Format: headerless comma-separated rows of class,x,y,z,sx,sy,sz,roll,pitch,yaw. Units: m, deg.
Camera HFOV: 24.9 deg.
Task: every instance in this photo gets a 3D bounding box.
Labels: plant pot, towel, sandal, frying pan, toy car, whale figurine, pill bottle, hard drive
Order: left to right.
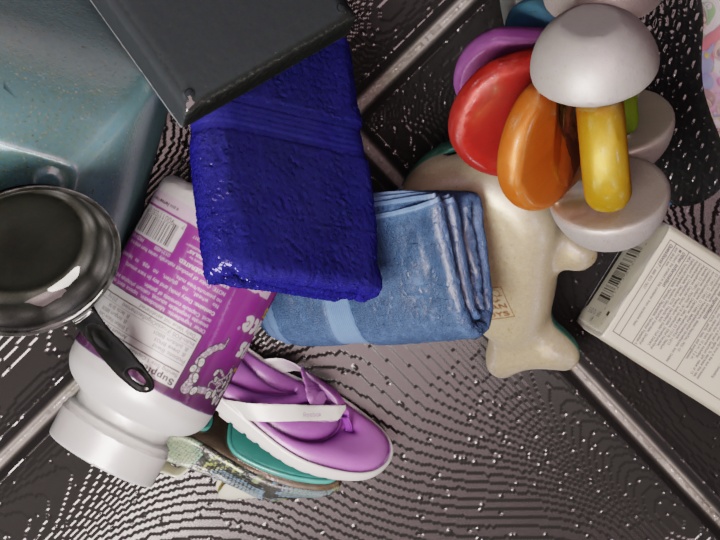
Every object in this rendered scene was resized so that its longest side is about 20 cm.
plant pot,-0.238,-0.083,1.094,0.195,0.200,0.197,16,122,-7
frying pan,-0.177,0.004,1.019,0.189,0.031,0.115,24,114,-40
pill bottle,-0.135,0.045,1.145,0.112,0.112,0.201,28,89,-8
hard drive,-0.115,-0.208,1.068,0.139,0.033,0.200,-32,80,-23
towel,-0.059,-0.077,1.104,0.147,0.049,0.201,8,64,-39
sandal,-0.061,0.092,1.221,0.202,0.083,0.050,29,132,-7
towel,0.000,0.000,1.179,0.199,0.048,0.112,-4,101,37
whale figurine,0.106,-0.014,1.228,0.158,0.104,0.201,-11,122,27
toy car,0.135,-0.119,1.114,0.149,0.201,0.176,-2,131,15
sandal,0.223,-0.146,1.227,0.075,0.048,0.202,-16,111,-5

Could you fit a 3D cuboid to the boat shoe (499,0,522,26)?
boat shoe,0.135,-0.253,1.205,0.063,0.071,0.202,-3,96,-4

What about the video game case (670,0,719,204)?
video game case,0.236,-0.128,1.257,0.199,0.018,0.144,-24,98,-2

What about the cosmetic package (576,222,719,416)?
cosmetic package,0.280,0.055,1.250,0.199,0.087,0.104,33,92,-8

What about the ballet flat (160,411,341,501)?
ballet flat,-0.113,0.136,1.241,0.199,0.074,0.075,25,94,-6
